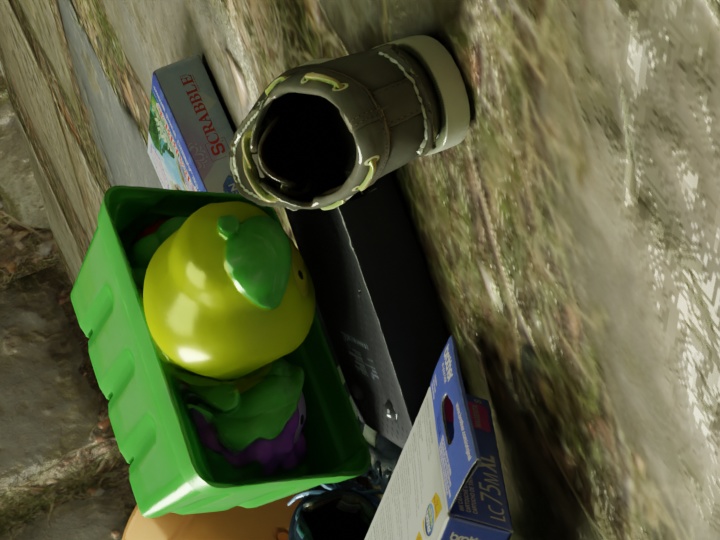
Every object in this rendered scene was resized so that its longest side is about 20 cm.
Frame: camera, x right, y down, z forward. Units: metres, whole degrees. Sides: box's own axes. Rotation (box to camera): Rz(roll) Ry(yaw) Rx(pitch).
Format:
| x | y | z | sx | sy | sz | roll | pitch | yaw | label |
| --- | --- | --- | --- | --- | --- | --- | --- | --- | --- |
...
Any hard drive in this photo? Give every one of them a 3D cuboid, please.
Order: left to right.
| x | y | z | sx | sy | sz | roll | pitch | yaw | label |
| --- | --- | --- | --- | --- | --- | --- | --- | --- | --- |
| 0.000 | 0.000 | 0.934 | 0.135 | 0.042 | 0.200 | -162 | 52 | -73 | hard drive |

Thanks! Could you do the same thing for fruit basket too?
| x | y | z | sx | sy | sz | roll | pitch | yaw | label |
| --- | --- | --- | --- | --- | --- | --- | --- | --- | --- |
| -0.073 | 0.029 | 0.962 | 0.216 | 0.155 | 0.216 | -2 | 87 | 47 | fruit basket |

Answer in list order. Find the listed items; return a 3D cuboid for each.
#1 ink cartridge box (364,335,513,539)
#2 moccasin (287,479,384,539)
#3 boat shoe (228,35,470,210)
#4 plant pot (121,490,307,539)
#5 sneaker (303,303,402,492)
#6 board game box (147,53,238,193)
| x | y | z | sx | sy | sz | roll | pitch | yaw | label |
| --- | --- | --- | --- | --- | --- | --- | --- | --- | --- |
| 0.032 | 0.147 | 0.844 | 0.119 | 0.042 | 0.200 | -95 | 21 | -63 | ink cartridge box |
| -0.005 | 0.170 | 1.042 | 0.200 | 0.080 | 0.068 | -101 | 22 | -73 | moccasin |
| -0.024 | -0.064 | 0.791 | 0.202 | 0.060 | 0.072 | -14 | 99 | 62 | boat shoe |
| -0.071 | 0.228 | 1.308 | 0.140 | 0.200 | 0.200 | 40 | 154 | 30 | plant pot |
| -0.009 | 0.103 | 1.043 | 0.075 | 0.084 | 0.200 | 82 | 161 | -47 | sneaker |
| -0.113 | -0.045 | 1.316 | 0.200 | 0.041 | 0.200 | 119 | 128 | -74 | board game box |
